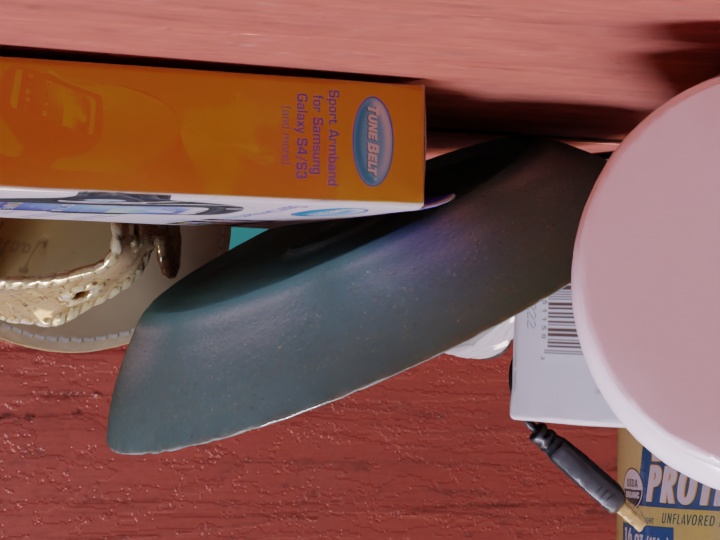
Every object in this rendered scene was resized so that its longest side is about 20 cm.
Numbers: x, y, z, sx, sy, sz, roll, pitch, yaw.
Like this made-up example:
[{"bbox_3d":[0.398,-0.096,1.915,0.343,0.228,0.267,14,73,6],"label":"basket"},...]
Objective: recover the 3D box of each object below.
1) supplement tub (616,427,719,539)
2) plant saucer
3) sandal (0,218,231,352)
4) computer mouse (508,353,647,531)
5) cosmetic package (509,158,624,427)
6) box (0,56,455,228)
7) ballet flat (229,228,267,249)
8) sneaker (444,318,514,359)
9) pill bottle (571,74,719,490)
[{"bbox_3d":[0.209,0.079,1.285,0.144,0.201,0.145,1,177,0],"label":"supplement tub"},{"bbox_3d":[0.000,0.000,0.794,0.199,0.036,0.200,-24,-171,4],"label":"plant saucer"},{"bbox_3d":[-0.109,-0.013,0.789,0.211,0.078,0.070,10,178,-41],"label":"sandal"},{"bbox_3d":[0.148,0.062,1.017,0.200,0.141,0.046,43,136,-19],"label":"computer mouse"},{"bbox_3d":[0.156,0.012,0.953,0.199,0.102,0.071,4,177,-38],"label":"cosmetic package"},{"bbox_3d":[-0.074,-0.036,0.701,0.199,0.042,0.119,0,178,-25],"label":"box"},{"bbox_3d":[-0.097,-0.021,0.924,0.199,0.072,0.072,6,175,-39],"label":"ballet flat"},{"bbox_3d":[0.003,-0.002,1.066,0.092,0.076,0.200,7,174,-25],"label":"sneaker"},{"bbox_3d":[0.118,0.005,0.646,0.114,0.115,0.200,1,177,14],"label":"pill bottle"}]
